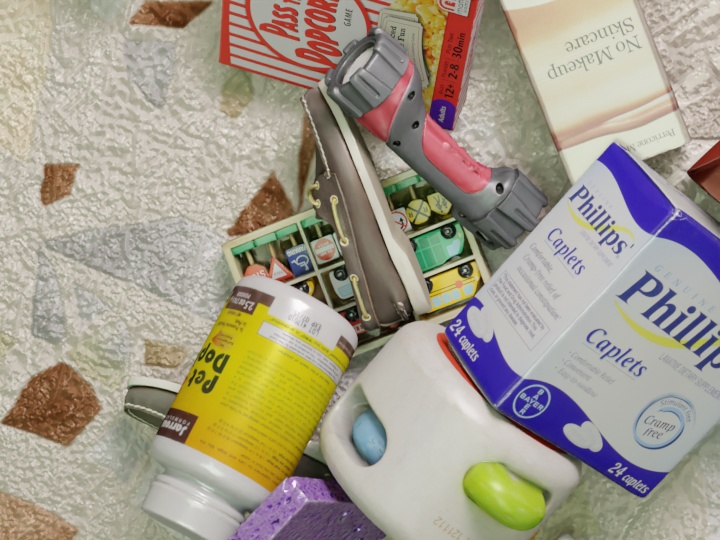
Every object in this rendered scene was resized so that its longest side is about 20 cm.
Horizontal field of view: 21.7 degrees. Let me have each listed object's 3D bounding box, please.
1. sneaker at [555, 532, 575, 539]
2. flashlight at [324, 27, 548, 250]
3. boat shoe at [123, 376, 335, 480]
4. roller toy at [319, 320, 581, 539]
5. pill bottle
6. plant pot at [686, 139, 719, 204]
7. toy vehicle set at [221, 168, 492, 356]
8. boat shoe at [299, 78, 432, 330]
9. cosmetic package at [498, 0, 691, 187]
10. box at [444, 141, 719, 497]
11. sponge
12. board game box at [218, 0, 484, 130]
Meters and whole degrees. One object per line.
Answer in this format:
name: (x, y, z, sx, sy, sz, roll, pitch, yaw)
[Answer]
sneaker: (0.099, 0.273, 1.538, 0.199, 0.075, 0.087, -23, 87, 4)
flashlight: (0.063, -0.100, 1.446, 0.200, 0.068, 0.068, 39, 74, -23)
boat shoe: (-0.107, 0.147, 1.540, 0.201, 0.072, 0.061, 23, 75, 3)
roller toy: (0.066, 0.144, 1.462, 0.182, 0.200, 0.140, 43, 102, 11)
pill bottle: (-0.090, 0.113, 1.458, 0.109, 0.109, 0.201, 26, 77, 5)
plant pot: (0.385, -0.080, 1.381, 0.200, 0.200, 0.176, 41, 89, 2)
toy vehicle set: (0.000, 0.000, 1.529, 0.199, 0.027, 0.125, -21, 94, 12)
boat shoe: (-0.007, -0.050, 1.475, 0.059, 0.072, 0.201, -22, 99, 9)
cosmetic package: (0.172, -0.175, 1.445, 0.103, 0.087, 0.201, -22, 94, 10)
box: (0.203, 0.041, 1.421, 0.184, 0.105, 0.200, 32, 105, -35)
sponge: (-0.040, 0.214, 1.482, 0.112, 0.200, 0.030, -48, 66, 11)
board game box: (-0.007, -0.200, 1.449, 0.199, 0.046, 0.152, 17, 141, 7)
